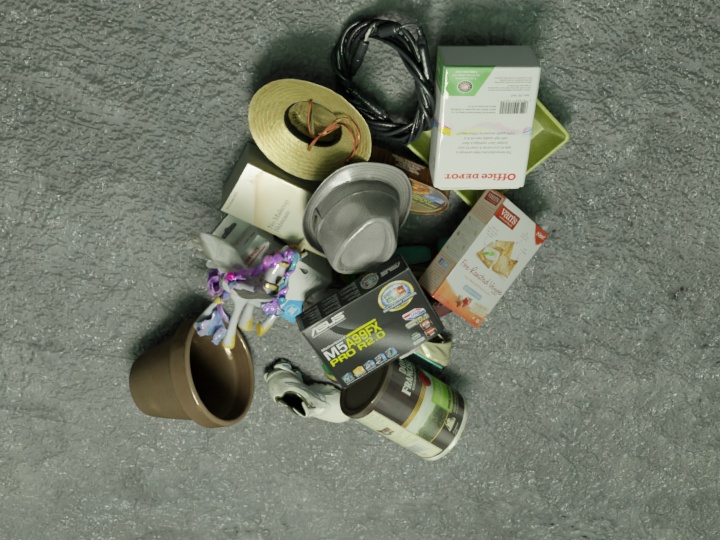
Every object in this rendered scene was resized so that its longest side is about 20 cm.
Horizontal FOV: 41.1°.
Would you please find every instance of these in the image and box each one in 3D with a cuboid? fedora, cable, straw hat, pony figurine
[{"bbox_3d":[0.002,-0.065,1.500,0.175,0.091,0.201,8,136,-28],"label":"fedora"},{"bbox_3d":[0.036,-0.279,1.453,0.162,0.051,0.202,1,123,25],"label":"cable"},{"bbox_3d":[-0.066,-0.236,1.480,0.199,0.085,0.202,13,138,12],"label":"straw hat"},{"bbox_3d":[-0.191,0.030,1.554,0.192,0.167,0.201,2,129,-46],"label":"pony figurine"}]

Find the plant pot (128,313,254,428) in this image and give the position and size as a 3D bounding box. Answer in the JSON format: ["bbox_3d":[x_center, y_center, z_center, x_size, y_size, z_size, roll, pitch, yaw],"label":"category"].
[{"bbox_3d":[-0.314,0.190,1.711,0.173,0.201,0.201,-14,127,25],"label":"plant pot"}]

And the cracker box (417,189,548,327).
[{"bbox_3d":[0.204,-0.020,1.592,0.134,0.058,0.201,32,96,-40],"label":"cracker box"}]

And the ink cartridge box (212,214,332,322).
[{"bbox_3d":[-0.161,-0.011,1.643,0.199,0.068,0.116,32,116,-24],"label":"ink cartridge box"}]

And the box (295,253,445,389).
[{"bbox_3d":[0.018,0.085,1.548,0.199,0.044,0.161,-30,130,3],"label":"box"}]

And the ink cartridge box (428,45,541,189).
[{"bbox_3d":[0.183,-0.230,1.454,0.143,0.084,0.202,-1,125,-4],"label":"ink cartridge box"}]

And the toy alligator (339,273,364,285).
[{"bbox_3d":[0.000,0.000,1.679,0.054,0.059,0.202,-35,130,-34],"label":"toy alligator"}]

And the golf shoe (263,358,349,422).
[{"bbox_3d":[-0.097,0.255,1.816,0.199,0.098,0.078,29,116,-25],"label":"golf shoe"}]

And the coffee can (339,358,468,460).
[{"bbox_3d":[0.081,0.248,1.797,0.199,0.147,0.146,33,116,-25],"label":"coffee can"}]

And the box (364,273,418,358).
[{"bbox_3d":[0.050,0.061,1.663,0.038,0.041,0.201,-25,121,-6],"label":"box"}]

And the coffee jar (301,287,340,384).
[{"bbox_3d":[-0.042,0.120,1.686,0.085,0.105,0.201,-20,151,-4],"label":"coffee jar"}]

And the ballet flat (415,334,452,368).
[{"bbox_3d":[0.086,0.115,1.763,0.199,0.070,0.070,25,119,-23],"label":"ballet flat"}]

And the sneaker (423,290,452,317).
[{"bbox_3d":[0.129,0.035,1.663,0.115,0.076,0.200,-23,163,7],"label":"sneaker"}]

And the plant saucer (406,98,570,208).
[{"bbox_3d":[0.199,-0.223,1.542,0.199,0.048,0.200,-39,120,20],"label":"plant saucer"}]

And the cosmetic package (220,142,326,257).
[{"bbox_3d":[-0.119,-0.113,1.574,0.199,0.073,0.104,23,120,-21],"label":"cosmetic package"}]

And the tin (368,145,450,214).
[{"bbox_3d":[0.053,-0.146,1.555,0.198,0.042,0.112,21,153,-17],"label":"tin"}]

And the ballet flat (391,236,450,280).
[{"bbox_3d":[0.133,-0.014,1.677,0.198,0.068,0.073,-10,145,2],"label":"ballet flat"}]
